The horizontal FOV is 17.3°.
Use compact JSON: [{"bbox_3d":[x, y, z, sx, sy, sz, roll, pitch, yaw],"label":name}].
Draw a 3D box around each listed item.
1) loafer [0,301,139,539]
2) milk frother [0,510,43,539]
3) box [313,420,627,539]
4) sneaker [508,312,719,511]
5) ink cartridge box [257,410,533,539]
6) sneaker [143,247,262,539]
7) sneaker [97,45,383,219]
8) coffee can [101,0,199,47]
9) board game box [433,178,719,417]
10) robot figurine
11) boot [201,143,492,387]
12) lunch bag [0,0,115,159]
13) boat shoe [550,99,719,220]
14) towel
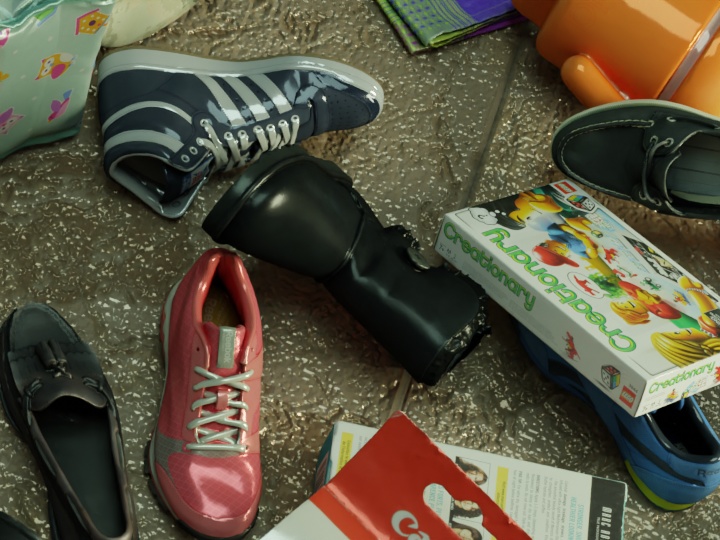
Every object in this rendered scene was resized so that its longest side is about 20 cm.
[{"bbox_3d":[-0.178,0.101,1.488,0.072,0.063,0.200,-10,64,-22],"label":"loafer"},{"bbox_3d":[-0.215,0.240,1.318,0.180,0.200,0.188,42,58,5],"label":"milk frother"},{"bbox_3d":[0.069,0.162,1.533,0.200,0.049,0.082,13,59,-8],"label":"box"},{"bbox_3d":[0.179,0.069,1.604,0.066,0.078,0.200,-29,71,-26],"label":"sneaker"},{"bbox_3d":[0.008,0.208,1.442,0.162,0.050,0.200,44,89,11],"label":"ink cartridge box"},{"bbox_3d":[-0.097,0.075,1.513,0.074,0.087,0.200,3,60,-14],"label":"sneaker"},{"bbox_3d":[-0.083,-0.092,1.623,0.200,0.070,0.109,4,55,-6],"label":"sneaker"},{"bbox_3d":[-0.193,-0.277,1.656,0.146,0.146,0.200,-33,75,-29],"label":"coffee can"},{"bbox_3d":[0.161,0.015,1.601,0.126,0.035,0.200,-17,46,-40],"label":"board game box"},{"bbox_3d":[0.208,-0.172,1.730,0.200,0.117,0.144,34,26,3],"label":"robot figurine"},{"bbox_3d":[0.000,0.000,1.544,0.168,0.200,0.076,43,103,13],"label":"boot"},{"bbox_3d":[-0.263,-0.196,1.573,0.122,0.170,0.200,-24,68,-30],"label":"lunch bag"},{"bbox_3d":[0.227,-0.071,1.651,0.199,0.075,0.066,13,20,10],"label":"boat shoe"},{"bbox_3d":[0.089,-0.249,1.795,0.200,0.023,0.144,-22,70,-26],"label":"towel"}]
